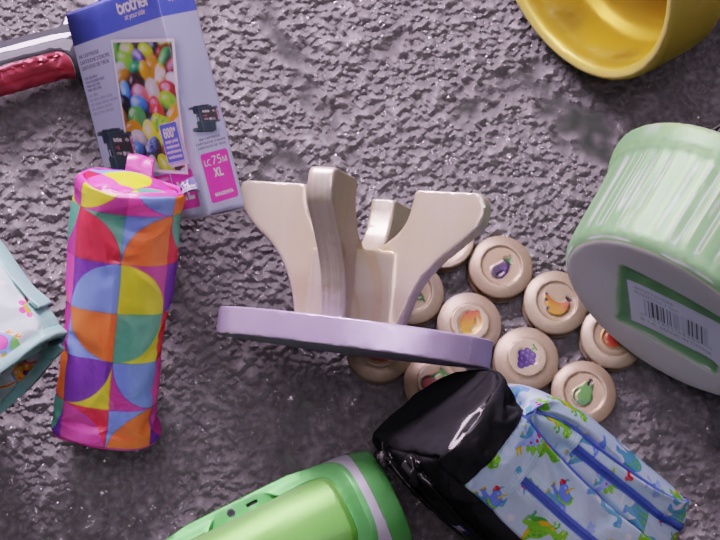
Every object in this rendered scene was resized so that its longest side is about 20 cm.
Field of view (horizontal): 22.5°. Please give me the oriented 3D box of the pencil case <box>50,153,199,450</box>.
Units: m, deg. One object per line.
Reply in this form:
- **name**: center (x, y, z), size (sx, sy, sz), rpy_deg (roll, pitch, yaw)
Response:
- **pencil case**: center (-0.169, 0.024, 1.268), size (0.088, 0.088, 0.202), rpy_deg (9, 102, 0)

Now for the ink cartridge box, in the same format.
- **ink cartridge box**: center (-0.154, -0.133, 1.305), size (0.042, 0.119, 0.202), rpy_deg (-15, 95, -41)

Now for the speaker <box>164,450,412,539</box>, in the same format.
- **speaker**: center (-0.068, 0.201, 1.255), size (0.199, 0.089, 0.089), rpy_deg (-25, 75, -10)

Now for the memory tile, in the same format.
- **memory tile**: center (0.102, 0.054, 1.346), size (0.199, 0.017, 0.154), rpy_deg (30, 73, 7)

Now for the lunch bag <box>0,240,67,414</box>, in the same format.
- **lunch bag**: center (-0.320, 0.043, 1.258), size (0.200, 0.122, 0.171), rpy_deg (-39, 77, 5)

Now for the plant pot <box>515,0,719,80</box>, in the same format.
- **plant pot**: center (0.232, -0.272, 1.373), size (0.188, 0.201, 0.202), rpy_deg (-28, 75, -26)

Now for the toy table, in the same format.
- **toy table**: center (0.000, 0.000, 1.272), size (0.198, 0.184, 0.118), rpy_deg (6, 85, 8)

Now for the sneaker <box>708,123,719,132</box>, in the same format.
- **sneaker**: center (0.319, -0.090, 1.366), size (0.199, 0.088, 0.076), rpy_deg (-24, 73, -12)

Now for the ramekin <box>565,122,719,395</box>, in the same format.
- **ramekin**: center (0.241, 0.000, 1.271), size (0.199, 0.200, 0.098), rpy_deg (34, 70, 8)

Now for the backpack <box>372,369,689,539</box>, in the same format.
- **backpack**: center (0.127, 0.154, 1.238), size (0.153, 0.163, 0.201), rpy_deg (-39, 99, -14)

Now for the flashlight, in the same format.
- **flashlight**: center (-0.263, -0.142, 1.366), size (0.198, 0.068, 0.068), rpy_deg (-15, 48, -12)
